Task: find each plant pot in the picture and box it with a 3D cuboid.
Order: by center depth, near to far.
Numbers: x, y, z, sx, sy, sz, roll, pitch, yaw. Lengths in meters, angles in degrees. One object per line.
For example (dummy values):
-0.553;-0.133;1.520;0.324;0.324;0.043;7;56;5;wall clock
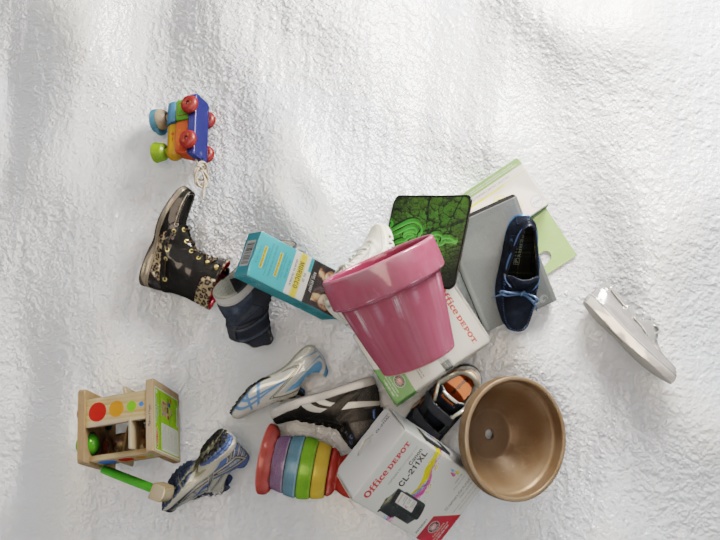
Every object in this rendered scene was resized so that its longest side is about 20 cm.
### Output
0.060;0.062;1.272;0.198;0.200;0.181;-23;95;4;plant pot
0.239;0.280;1.331;0.198;0.093;0.204;4;81;-23;plant pot

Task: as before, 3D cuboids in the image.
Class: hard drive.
0.242;-0.011;1.379;0.138;0.033;0.202;-24;102;3;hard drive

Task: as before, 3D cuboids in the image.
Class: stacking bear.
-0.075;0.346;1.375;0.197;0.114;0.123;9;85;3;stacking bear

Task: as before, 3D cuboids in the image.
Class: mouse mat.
0.109;-0.053;1.377;0.199;0.007;0.163;5;82;52;mouse mat

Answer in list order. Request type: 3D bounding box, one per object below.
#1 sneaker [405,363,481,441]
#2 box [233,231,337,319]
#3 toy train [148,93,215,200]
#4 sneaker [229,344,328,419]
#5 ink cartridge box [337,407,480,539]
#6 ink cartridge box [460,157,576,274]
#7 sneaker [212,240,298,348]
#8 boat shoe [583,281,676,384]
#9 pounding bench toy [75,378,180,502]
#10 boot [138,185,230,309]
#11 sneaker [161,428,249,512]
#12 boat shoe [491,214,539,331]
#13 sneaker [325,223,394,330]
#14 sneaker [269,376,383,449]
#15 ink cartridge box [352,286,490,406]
0.134;0.243;1.374;0.078;0.079;0.201;38;91;8;sneaker
-0.116;0.012;1.376;0.199;0.049;0.083;28;71;-33;box
-0.339;-0.220;1.470;0.114;0.085;0.203;-6;73;17;toy train
-0.147;0.212;1.414;0.199;0.072;0.073;-34;88;5;sneaker
0.083;0.346;1.313;0.199;0.083;0.146;37;93;-26;ink cartridge box
0.274;-0.076;1.409;0.145;0.048;0.201;-33;79;3;ink cartridge box
-0.175;0.047;1.435;0.076;0.148;0.202;14;42;36;sneaker
0.475;0.104;1.359;0.068;0.072;0.200;-43;72;0;boat shoe
-0.410;0.311;1.381;0.154;0.124;0.202;-10;67;6;pounding bench toy
-0.308;-0.038;1.457;0.149;0.073;0.202;24;91;10;boot
-0.274;0.375;1.405;0.085;0.077;0.200;40;109;-22;sneaker
0.262;0.010;1.332;0.083;0.069;0.203;-6;104;-2;boat shoe
0.000;0.000;1.395;0.081;0.075;0.202;28;69;-23;sneaker
-0.055;0.267;1.394;0.198;0.073;0.113;-18;80;3;sneaker
0.109;0.121;1.386;0.199;0.083;0.147;-33;80;3;ink cartridge box
